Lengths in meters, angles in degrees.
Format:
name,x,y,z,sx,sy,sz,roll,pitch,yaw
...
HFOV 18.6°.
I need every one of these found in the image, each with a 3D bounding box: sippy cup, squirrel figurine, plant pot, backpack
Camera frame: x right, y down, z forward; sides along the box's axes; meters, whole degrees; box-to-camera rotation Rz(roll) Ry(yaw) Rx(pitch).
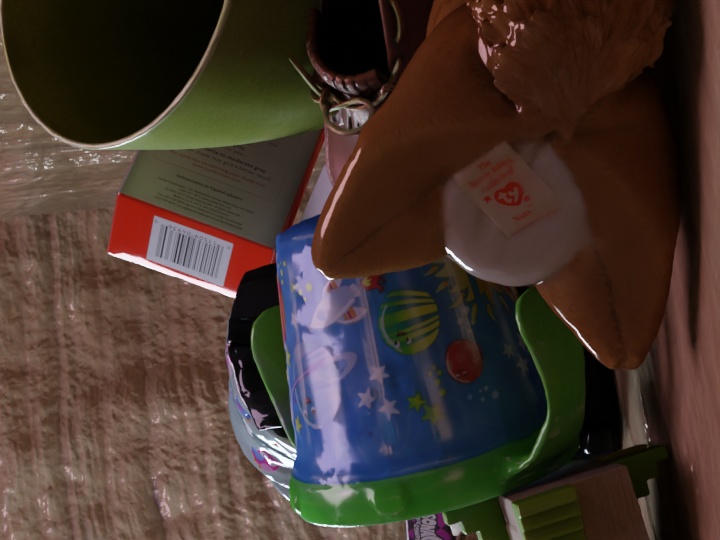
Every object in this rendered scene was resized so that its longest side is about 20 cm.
name,x,y,z,sx,sy,sz,roll,pitch,yaw
sippy cup,0.021,0.033,1.000,0.140,0.176,0.132,-39,-64,-73
squirrel figurine,0.069,-0.096,0.887,0.187,0.140,0.201,-80,2,-54
plant pot,-0.062,-0.147,1.203,0.199,0.186,0.189,8,-108,-47
backpack,0.027,0.056,1.163,0.127,0.198,0.168,86,177,-55

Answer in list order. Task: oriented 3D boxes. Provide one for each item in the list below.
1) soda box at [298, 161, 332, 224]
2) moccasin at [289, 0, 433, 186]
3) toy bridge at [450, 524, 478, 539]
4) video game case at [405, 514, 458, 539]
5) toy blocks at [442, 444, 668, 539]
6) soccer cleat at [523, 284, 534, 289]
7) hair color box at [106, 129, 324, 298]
name,x,y,z,sx,sy,sz,roll,pitch,yaw
soda box,0.000,0.000,1.267,0.068,0.063,0.201,53,136,33
moccasin,0.002,-0.111,1.097,0.074,0.077,0.202,44,145,26
toy bridge,0.062,0.133,1.288,0.068,0.027,0.201,70,-153,-43
video game case,0.078,0.170,1.425,0.200,0.035,0.183,-43,-47,-62
toy blocks,0.104,0.157,0.968,0.200,0.099,0.138,104,148,-85
soccer cleat,0.087,-0.050,1.067,0.200,0.068,0.074,-111,16,-69
hair color box,-0.073,-0.083,1.326,0.061,0.101,0.201,109,-179,-51
